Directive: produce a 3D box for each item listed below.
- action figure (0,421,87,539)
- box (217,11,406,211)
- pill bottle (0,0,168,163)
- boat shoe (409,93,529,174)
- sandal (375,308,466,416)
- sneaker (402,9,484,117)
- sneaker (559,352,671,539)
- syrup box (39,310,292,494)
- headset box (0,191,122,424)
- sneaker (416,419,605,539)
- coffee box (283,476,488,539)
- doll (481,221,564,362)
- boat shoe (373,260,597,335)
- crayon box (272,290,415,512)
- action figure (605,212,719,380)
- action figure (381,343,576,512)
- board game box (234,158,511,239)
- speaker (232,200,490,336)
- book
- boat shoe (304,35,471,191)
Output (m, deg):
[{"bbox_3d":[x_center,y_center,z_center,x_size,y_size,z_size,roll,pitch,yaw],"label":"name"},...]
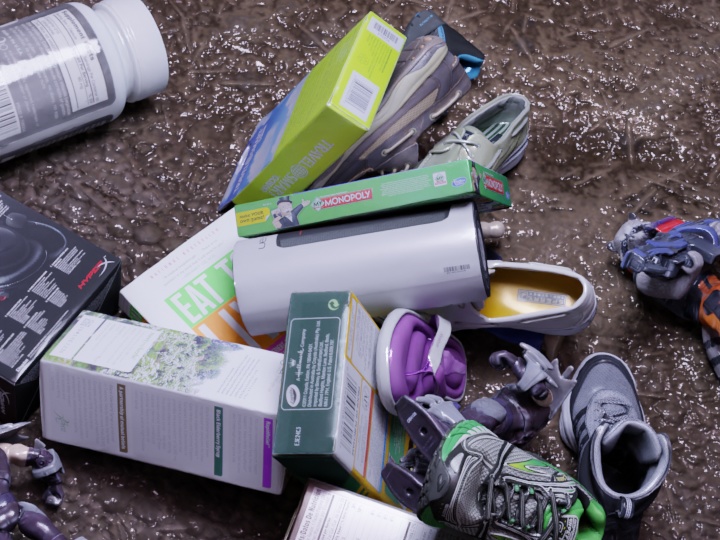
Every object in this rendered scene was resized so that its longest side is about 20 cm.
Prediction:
[{"bbox_3d":[-0.263,0.191,1.135,0.130,0.069,0.200,-35,63,-22],"label":"action figure"},{"bbox_3d":[-0.045,-0.126,1.339,0.048,0.200,0.122,33,51,-16],"label":"box"},{"bbox_3d":[-0.280,-0.173,1.362,0.200,0.114,0.114,-25,62,-26],"label":"pill bottle"},{"bbox_3d":[0.092,-0.104,1.392,0.072,0.062,0.200,24,41,21],"label":"boat shoe"},{"bbox_3d":[0.060,0.070,1.208,0.050,0.203,0.083,-7,86,19],"label":"sandal"},{"bbox_3d":[0.045,-0.173,1.449,0.082,0.073,0.200,33,57,11],"label":"sneaker"},{"bbox_3d":[0.209,0.134,1.231,0.075,0.114,0.200,10,53,-3],"label":"sneaker"},{"bbox_3d":[-0.140,0.100,1.176,0.199,0.082,0.079,12,32,12],"label":"syrup box"},{"bbox_3d":[-0.318,0.013,1.245,0.200,0.075,0.149,28,54,10],"label":"headset box"},{"bbox_3d":[0.111,0.158,1.074,0.085,0.200,0.078,21,92,38],"label":"sneaker"},{"bbox_3d":[0.038,0.233,1.122,0.200,0.113,0.080,18,67,4],"label":"coffee box"},{"bbox_3d":[0.097,0.004,1.345,0.200,0.049,0.137,25,58,15],"label":"doll"},{"bbox_3d":[0.096,0.018,1.273,0.199,0.070,0.071,5,74,13],"label":"boat shoe"},{"bbox_3d":[-0.006,0.112,1.163,0.051,0.200,0.126,-3,65,18],"label":"crayon box"},{"bbox_3d":[0.285,0.025,1.336,0.200,0.105,0.194,-7,47,-46],"label":"action figure"},{"bbox_3d":[0.094,0.119,1.179,0.069,0.130,0.200,37,26,22],"label":"action figure"},{"bbox_3d":[0.013,-0.053,1.264,0.200,0.135,0.029,-10,83,18],"label":"board game box"},{"bbox_3d":[0.000,0.000,1.221,0.199,0.081,0.081,-9,54,9],"label":"speaker"},{"bbox_3d":[-0.089,0.057,1.279,0.134,0.048,0.200,-37,71,-29],"label":"book"},{"bbox_3d":[0.022,-0.116,1.359,0.073,0.200,0.075,39,13,-17],"label":"boat shoe"}]
